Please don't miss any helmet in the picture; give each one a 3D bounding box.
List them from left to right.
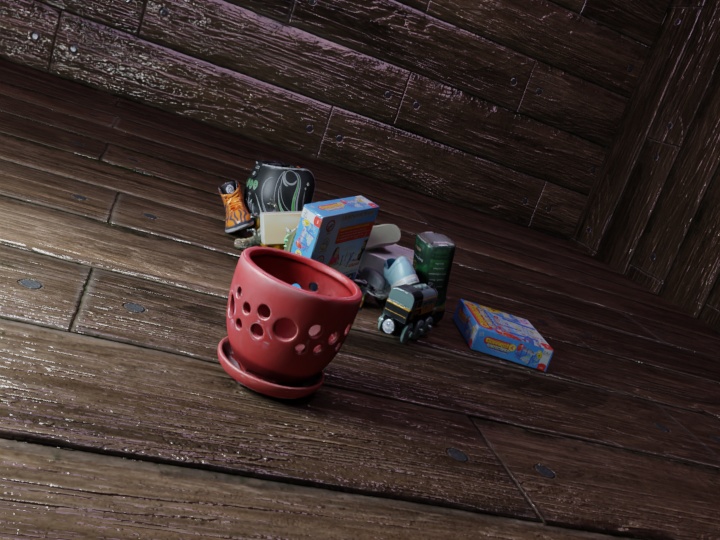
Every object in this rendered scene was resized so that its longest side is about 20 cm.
[{"bbox_3d":[-0.222,-0.195,1.938,0.196,0.194,0.200,8,13,-2],"label":"helmet"}]

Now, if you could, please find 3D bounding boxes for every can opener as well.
[{"bbox_3d":[0.000,0.000,1.678,0.053,0.068,0.200,8,25,-41],"label":"can opener"}]

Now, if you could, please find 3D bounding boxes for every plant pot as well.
[{"bbox_3d":[-0.114,0.083,1.099,0.197,0.185,0.201,18,15,-5],"label":"plant pot"}]

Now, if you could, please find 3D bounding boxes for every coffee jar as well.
[{"bbox_3d":[0.163,0.019,1.671,0.084,0.203,0.104,0,21,-17],"label":"coffee jar"}]

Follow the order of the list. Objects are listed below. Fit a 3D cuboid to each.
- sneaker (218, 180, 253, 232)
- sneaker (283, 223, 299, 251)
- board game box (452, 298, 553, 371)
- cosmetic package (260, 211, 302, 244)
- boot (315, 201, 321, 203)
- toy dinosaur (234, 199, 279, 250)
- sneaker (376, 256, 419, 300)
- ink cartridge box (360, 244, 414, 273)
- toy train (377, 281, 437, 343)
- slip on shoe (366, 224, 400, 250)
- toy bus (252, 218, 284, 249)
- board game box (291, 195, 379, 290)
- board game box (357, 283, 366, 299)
[{"bbox_3d":[-0.330,-0.167,1.821,0.076,0.114,0.200,-19,18,-12],"label":"sneaker"},{"bbox_3d":[-0.143,-0.056,1.576,0.088,0.201,0.077,34,-15,28],"label":"sneaker"},{"bbox_3d":[0.339,0.153,1.710,0.193,0.057,0.200,18,15,-11],"label":"board game box"},{"bbox_3d":[-0.134,-0.102,1.659,0.196,0.072,0.105,-3,7,-11],"label":"cosmetic package"},{"bbox_3d":[-0.047,-0.078,1.843,0.198,0.072,0.169,21,48,-41],"label":"boot"},{"bbox_3d":[-0.223,-0.117,1.729,0.089,0.198,0.048,61,-6,21],"label":"toy dinosaur"},{"bbox_3d":[0.081,0.013,1.654,0.073,0.083,0.200,-14,-8,-23],"label":"sneaker"},{"bbox_3d":[0.071,-0.013,1.886,0.145,0.087,0.200,20,14,4],"label":"ink cartridge box"},{"bbox_3d":[0.110,0.085,1.531,0.084,0.116,0.199,27,16,24],"label":"toy train"},{"bbox_3d":[0.010,-0.084,1.803,0.197,0.075,0.061,-5,-10,-35],"label":"slip on shoe"},{"bbox_3d":[-0.191,-0.070,1.779,0.078,0.066,0.199,5,21,-44],"label":"toy bus"},{"bbox_3d":[-0.064,-0.052,1.534,0.056,0.198,0.199,32,28,28],"label":"board game box"},{"bbox_3d":[-0.023,0.036,1.704,0.094,0.030,0.200,22,18,5],"label":"board game box"}]
